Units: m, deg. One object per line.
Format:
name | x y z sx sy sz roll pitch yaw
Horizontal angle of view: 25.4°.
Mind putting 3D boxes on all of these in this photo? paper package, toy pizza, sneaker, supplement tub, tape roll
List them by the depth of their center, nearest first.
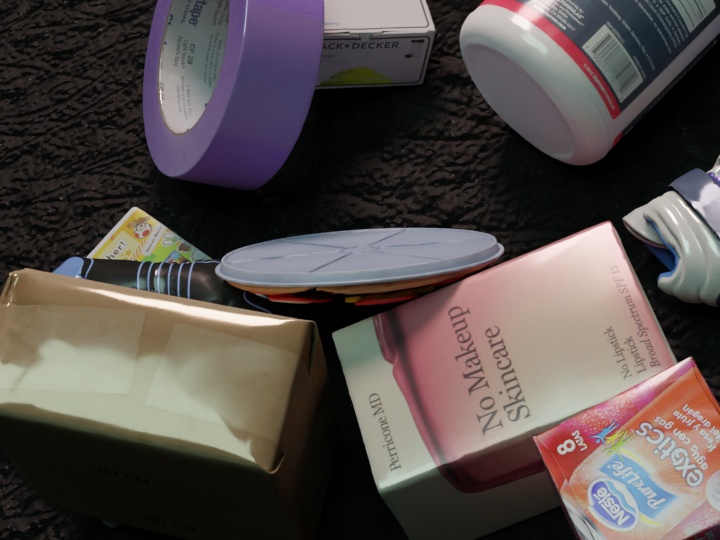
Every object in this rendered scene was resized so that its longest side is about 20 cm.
paper package | -0.124 0.098 1.036 0.199 0.191 0.104 10 63 11
sneaker | 0.248 -0.069 1.088 0.145 0.081 0.201 -7 62 12
toy pizza | 0.000 0.000 1.099 0.199 0.200 0.032 -1 100 20
supplement tub | 0.182 -0.188 1.153 0.200 0.141 0.140 -44 54 -11
sneaker | -0.131 0.024 1.157 0.199 0.070 0.078 24 61 28
tape roll | -0.100 -0.165 1.216 0.200 0.065 0.202 -26 60 57

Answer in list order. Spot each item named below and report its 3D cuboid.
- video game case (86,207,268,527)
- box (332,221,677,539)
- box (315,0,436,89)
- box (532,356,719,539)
video game case | -0.176 0.066 1.198 0.182 0.023 0.200 33 75 34
box | 0.100 0.077 1.031 0.199 0.109 0.128 -22 54 5
box | -0.020 -0.238 1.286 0.116 0.060 0.201 -5 53 -14
box | 0.175 0.149 0.899 0.099 0.200 0.096 -27 54 2
